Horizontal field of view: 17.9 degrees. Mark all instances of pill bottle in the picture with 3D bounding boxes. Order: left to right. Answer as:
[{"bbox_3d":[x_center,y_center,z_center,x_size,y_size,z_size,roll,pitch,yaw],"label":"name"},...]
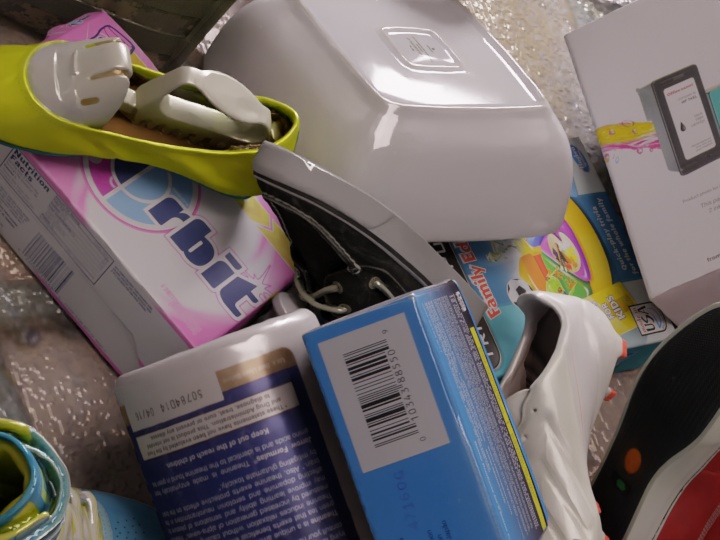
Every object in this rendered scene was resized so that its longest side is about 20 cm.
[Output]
[{"bbox_3d":[-0.042,0.130,1.149,0.111,0.111,0.201,-19,89,-43],"label":"pill bottle"}]

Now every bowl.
[{"bbox_3d":[0.024,-0.106,1.380,0.199,0.075,0.200,-1,38,-34],"label":"bowl"}]

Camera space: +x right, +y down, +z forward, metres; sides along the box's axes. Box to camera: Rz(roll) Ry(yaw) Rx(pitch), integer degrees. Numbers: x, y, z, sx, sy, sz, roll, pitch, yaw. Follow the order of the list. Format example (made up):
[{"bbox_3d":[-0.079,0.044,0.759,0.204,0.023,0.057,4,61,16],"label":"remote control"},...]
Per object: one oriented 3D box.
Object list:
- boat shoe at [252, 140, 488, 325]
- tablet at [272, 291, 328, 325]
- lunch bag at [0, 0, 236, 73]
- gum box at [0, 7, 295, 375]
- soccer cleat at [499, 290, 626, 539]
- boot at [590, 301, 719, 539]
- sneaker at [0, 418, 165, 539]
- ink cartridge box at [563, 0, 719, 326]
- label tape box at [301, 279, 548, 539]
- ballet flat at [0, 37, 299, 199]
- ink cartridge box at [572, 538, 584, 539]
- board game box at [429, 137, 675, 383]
[{"bbox_3d":[0.000,0.000,1.252,0.200,0.071,0.064,40,81,-44],"label":"boat shoe"},{"bbox_3d":[0.019,0.101,1.279,0.201,0.014,0.130,60,11,11],"label":"tablet"},{"bbox_3d":[-0.131,-0.219,1.299,0.163,0.200,0.118,22,49,-25],"label":"lunch bag"},{"bbox_3d":[-0.134,-0.041,1.267,0.200,0.066,0.113,50,45,2],"label":"gum box"},{"bbox_3d":[0.104,0.109,1.324,0.077,0.069,0.201,24,66,-34],"label":"soccer cleat"},{"bbox_3d":[0.224,0.110,1.356,0.143,0.201,0.073,11,28,-32],"label":"boot"},{"bbox_3d":[-0.151,0.123,1.097,0.199,0.131,0.080,0,60,-39],"label":"sneaker"},{"bbox_3d":[0.245,-0.075,1.492,0.147,0.145,0.201,37,34,-59],"label":"ink cartridge box"},{"bbox_3d":[0.038,0.083,1.167,0.200,0.066,0.144,-10,80,-82],"label":"label tape box"},{"bbox_3d":[-0.121,-0.091,1.215,0.199,0.067,0.067,15,55,-26],"label":"ballet flat"},{"bbox_3d":[0.160,0.276,1.272,0.200,0.043,0.174,39,69,-24],"label":"ink cartridge box"},{"bbox_3d":[0.089,0.000,1.425,0.199,0.047,0.152,-10,67,-41],"label":"board game box"}]
